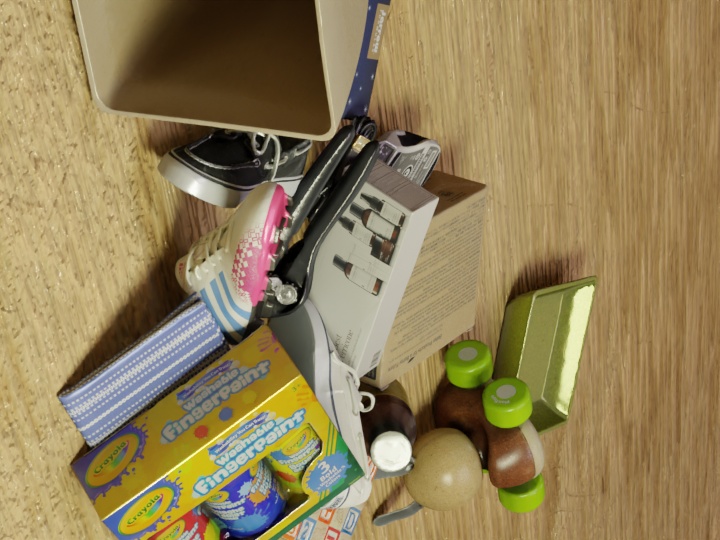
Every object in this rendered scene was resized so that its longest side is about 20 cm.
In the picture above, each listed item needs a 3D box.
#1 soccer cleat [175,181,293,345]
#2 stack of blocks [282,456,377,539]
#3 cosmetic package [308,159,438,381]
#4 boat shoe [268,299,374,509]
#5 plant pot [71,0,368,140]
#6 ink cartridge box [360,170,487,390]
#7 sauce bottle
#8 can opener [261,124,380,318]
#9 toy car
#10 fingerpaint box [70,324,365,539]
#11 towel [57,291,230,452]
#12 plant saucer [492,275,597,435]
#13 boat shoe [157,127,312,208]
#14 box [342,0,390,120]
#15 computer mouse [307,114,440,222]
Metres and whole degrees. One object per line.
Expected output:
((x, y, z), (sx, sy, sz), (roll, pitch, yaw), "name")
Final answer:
((-0.109, -0.005, 1.402), (0.201, 0.085, 0.070), (107, 1, -53), "soccer cleat")
((-0.061, 0.205, 1.680), (0.200, 0.058, 0.116), (38, 71, -60), "stack of blocks")
((0.000, 0.000, 1.600), (0.050, 0.082, 0.201), (-30, 146, -48), "cosmetic package")
((-0.026, 0.122, 1.597), (0.086, 0.074, 0.204), (9, 57, -48), "boat shoe")
((-0.089, -0.238, 1.273), (0.178, 0.198, 0.201), (-60, 151, -47), "plant pot")
((0.048, 0.006, 1.755), (0.200, 0.074, 0.167), (-29, 131, -53), "ink cartridge box")
((0.022, 0.153, 1.700), (0.200, 0.065, 0.067), (-99, -160, -78), "sauce bottle")
((-0.050, -0.042, 1.531), (0.201, 0.063, 0.079), (-61, -160, 22), "can opener")
((0.091, 0.208, 1.925), (0.199, 0.158, 0.166), (-26, 129, -17), "toy car")
((-0.115, 0.168, 1.447), (0.199, 0.073, 0.167), (-35, 139, -6), "fingerpaint box")
((-0.160, 0.119, 1.450), (0.144, 0.024, 0.201), (-37, 140, -12), "towel")
((0.219, 0.106, 2.146), (0.199, 0.047, 0.202), (-11, 114, -60), "plant saucer")
((-0.095, -0.097, 1.426), (0.199, 0.073, 0.069), (-4, 126, -61), "boat shoe")
((-0.026, -0.199, 1.558), (0.199, 0.032, 0.123), (-5, 108, -61), "box")
((0.013, -0.102, 1.659), (0.110, 0.044, 0.199), (-61, 159, 18), "computer mouse")
